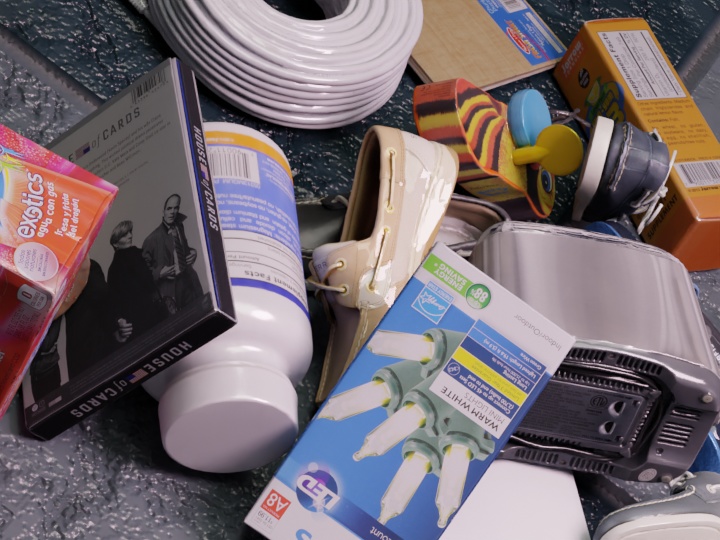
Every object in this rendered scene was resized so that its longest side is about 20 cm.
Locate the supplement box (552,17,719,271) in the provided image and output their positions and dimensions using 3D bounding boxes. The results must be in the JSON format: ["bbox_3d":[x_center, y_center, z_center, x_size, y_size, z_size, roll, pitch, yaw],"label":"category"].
[{"bbox_3d":[0.220,-0.096,1.784,0.068,0.067,0.201,-4,53,-30],"label":"supplement box"}]

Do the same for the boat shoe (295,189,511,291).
[{"bbox_3d":[0.009,-0.025,1.595,0.199,0.060,0.074,8,49,-25],"label":"boat shoe"}]

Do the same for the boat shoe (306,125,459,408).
[{"bbox_3d":[0.000,0.000,1.521,0.069,0.074,0.201,25,67,-19],"label":"boat shoe"}]

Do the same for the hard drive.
[{"bbox_3d":[0.081,0.152,1.500,0.131,0.027,0.201,8,48,-25],"label":"hard drive"}]

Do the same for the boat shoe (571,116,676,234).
[{"bbox_3d":[0.187,-0.068,1.664,0.061,0.200,0.075,16,82,6],"label":"boat shoe"}]

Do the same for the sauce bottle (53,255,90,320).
[{"bbox_3d":[-0.247,-0.042,1.433,0.066,0.066,0.200,-21,48,-41],"label":"sauce bottle"}]

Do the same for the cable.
[{"bbox_3d":[-0.052,-0.193,1.699,0.199,0.069,0.200,-22,65,-39],"label":"cable"}]

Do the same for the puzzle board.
[{"bbox_3d":[0.053,-0.215,1.831,0.150,0.017,0.200,-20,64,-43],"label":"puzzle board"}]

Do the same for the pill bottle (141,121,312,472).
[{"bbox_3d":[-0.087,0.018,1.456,0.111,0.112,0.201,10,51,-23],"label":"pill bottle"}]

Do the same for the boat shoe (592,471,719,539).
[{"bbox_3d":[0.221,0.165,1.545,0.199,0.073,0.062,2,42,-35],"label":"boat shoe"}]

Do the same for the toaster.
[{"bbox_3d":[0.133,0.049,1.523,0.199,0.114,0.130,9,42,-9],"label":"toaster"}]

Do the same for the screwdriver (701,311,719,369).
[{"bbox_3d":[0.266,0.107,1.569,0.029,0.028,0.201,-21,73,-37],"label":"screwdriver"}]

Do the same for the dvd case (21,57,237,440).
[{"bbox_3d":[-0.150,-0.015,1.432,0.025,0.150,0.201,35,33,-43],"label":"dvd case"}]

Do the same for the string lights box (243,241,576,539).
[{"bbox_3d":[0.029,0.094,1.408,0.102,0.201,0.059,34,-2,2],"label":"string lights box"}]

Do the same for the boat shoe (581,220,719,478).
[{"bbox_3d":[0.206,0.059,1.637,0.068,0.084,0.201,-9,72,-45],"label":"boat shoe"}]

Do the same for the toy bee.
[{"bbox_3d":[0.109,-0.071,1.663,0.199,0.131,0.110,0,81,-38],"label":"toy bee"}]

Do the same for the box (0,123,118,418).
[{"bbox_3d":[-0.222,0.020,1.311,0.099,0.200,0.096,28,44,-4],"label":"box"}]
